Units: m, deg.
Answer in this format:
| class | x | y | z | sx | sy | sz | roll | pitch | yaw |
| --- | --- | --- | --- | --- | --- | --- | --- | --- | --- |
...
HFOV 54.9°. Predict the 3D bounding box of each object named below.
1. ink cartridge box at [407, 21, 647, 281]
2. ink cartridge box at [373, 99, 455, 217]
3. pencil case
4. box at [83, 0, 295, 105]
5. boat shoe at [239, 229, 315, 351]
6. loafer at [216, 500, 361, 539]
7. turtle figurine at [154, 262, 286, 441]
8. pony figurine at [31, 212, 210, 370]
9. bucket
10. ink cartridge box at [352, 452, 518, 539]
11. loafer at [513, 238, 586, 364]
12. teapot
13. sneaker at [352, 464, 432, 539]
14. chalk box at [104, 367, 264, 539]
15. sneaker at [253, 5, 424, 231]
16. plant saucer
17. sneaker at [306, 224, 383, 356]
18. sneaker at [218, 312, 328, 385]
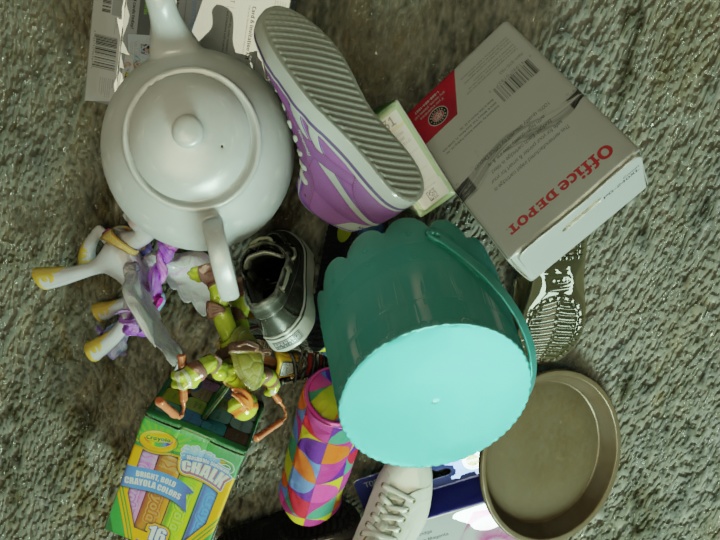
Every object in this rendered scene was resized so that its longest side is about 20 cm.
| class | x | y | z | sx | sy | sz | roll | pitch | yaw |
| --- | --- | --- | --- | --- | --- | --- | --- | --- | --- |
| ink cartridge box | 0.154 | -0.114 | 0.670 | 0.145 | 0.083 | 0.202 | -40 | 59 | 12 |
| ink cartridge box | 0.009 | -0.151 | 0.687 | 0.047 | 0.146 | 0.202 | -33 | 101 | 0 |
| pencil case | -0.042 | 0.202 | 0.786 | 0.086 | 0.089 | 0.203 | 15 | 130 | -2 |
| box | -0.174 | -0.232 | 0.710 | 0.195 | 0.041 | 0.159 | 12 | 106 | -1 |
| boat shoe | -0.086 | -0.002 | 0.702 | 0.070 | 0.201 | 0.064 | -31 | 119 | 5 |
| loafer | -0.087 | 0.345 | 0.871 | 0.196 | 0.073 | 0.072 | -17 | 115 | 11 |
| turtle figurine | -0.127 | 0.076 | 0.673 | 0.063 | 0.199 | 0.165 | -24 | 67 | 23 |
| pony figurine | -0.239 | 0.015 | 0.754 | 0.198 | 0.166 | 0.195 | -32 | 94 | 26 |
| bucket | 0.058 | 0.073 | 0.649 | 0.202 | 0.136 | 0.211 | -5 | 128 | -6 |
| ink cartridge box | 0.109 | 0.322 | 0.853 | 0.192 | 0.043 | 0.203 | -18 | 112 | 7 |
| loafer | 0.207 | 0.013 | 0.763 | 0.074 | 0.068 | 0.204 | 1 | 121 | -2 |
| teapot | -0.147 | -0.108 | 0.627 | 0.198 | 0.146 | 0.200 | 33 | 87 | -9 |
| sneaker | 0.030 | 0.302 | 0.789 | 0.071 | 0.085 | 0.204 | 20 | 86 | 12 |
| chalk box | -0.194 | 0.204 | 0.804 | 0.122 | 0.125 | 0.204 | 22 | 104 | -4 |
| sneaker | -0.044 | -0.118 | 0.607 | 0.113 | 0.073 | 0.202 | -24 | 106 | 47 |
| plant saucer | 0.217 | 0.213 | 0.804 | 0.195 | 0.029 | 0.205 | -2 | 95 | -21 |
| sneaker | 0.000 | 0.000 | 0.767 | 0.077 | 0.065 | 0.205 | 16 | 84 | -32 |
| sneaker | -0.070 | 0.107 | 0.793 | 0.195 | 0.082 | 0.080 | 9 | 105 | -1 |
